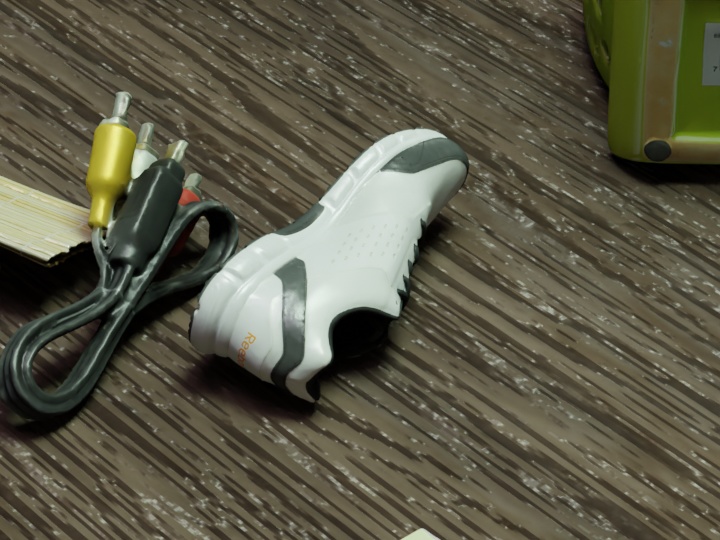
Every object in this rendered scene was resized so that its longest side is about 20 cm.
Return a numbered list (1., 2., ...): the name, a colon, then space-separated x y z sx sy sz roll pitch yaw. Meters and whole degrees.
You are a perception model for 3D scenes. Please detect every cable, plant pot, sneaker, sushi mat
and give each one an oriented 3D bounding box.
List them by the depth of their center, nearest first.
1. cable: -0.126 0.007 1.414 0.050 0.097 0.200 -10 44 43
2. sneaker: 0.000 0.000 1.414 0.080 0.074 0.200 34 51 18
3. sushi mat: -0.228 -0.049 1.466 0.199 0.012 0.096 22 19 15
4. plant pot: 0.224 -0.169 1.529 0.199 0.200 0.182 2 42 3

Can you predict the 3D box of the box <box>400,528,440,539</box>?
1. box: 0.006 0.221 1.075 0.200 0.097 0.176 -26 43 -32
